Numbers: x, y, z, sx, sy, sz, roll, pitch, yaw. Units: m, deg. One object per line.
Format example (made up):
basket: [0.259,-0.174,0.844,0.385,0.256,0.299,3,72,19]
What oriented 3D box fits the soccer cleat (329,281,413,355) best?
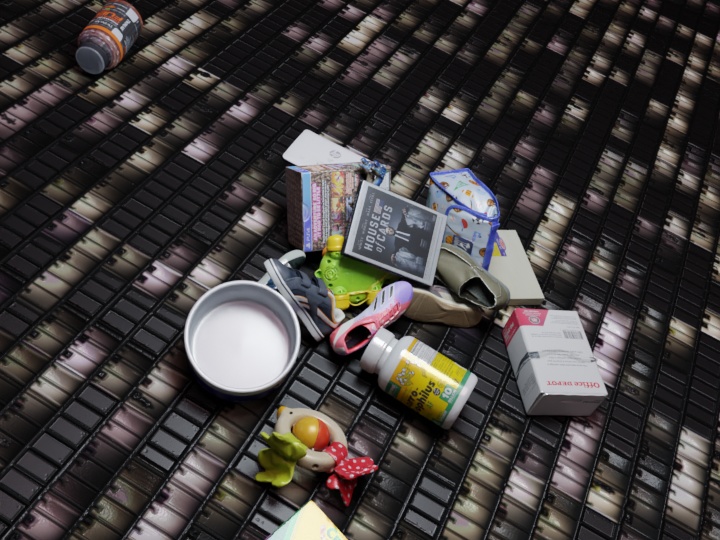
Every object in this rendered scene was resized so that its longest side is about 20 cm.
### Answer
soccer cleat: [0.029,0.093,1.451,0.199,0.076,0.067,-35,107,-16]

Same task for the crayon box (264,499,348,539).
crayon box: [-0.054,0.462,1.151,0.200,0.059,0.118,42,51,19]

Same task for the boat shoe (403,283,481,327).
boat shoe: [0.150,0.062,1.558,0.198,0.072,0.065,13,37,-15]

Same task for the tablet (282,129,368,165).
tablet: [-0.069,-0.256,1.801,0.199,0.014,0.131,28,47,6]

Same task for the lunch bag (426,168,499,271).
lunch bag: [0.214,-0.092,1.616,0.123,0.171,0.200,-11,40,-23]

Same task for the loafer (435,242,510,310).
loafer: [0.207,0.012,1.534,0.199,0.076,0.070,32,19,14]

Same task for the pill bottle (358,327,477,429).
pill bottle: [0.102,0.190,1.400,0.199,0.113,0.113,31,48,10]

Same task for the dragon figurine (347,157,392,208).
dragon figurine: [0.043,-0.128,1.544,0.099,0.201,0.059,-40,27,-11]

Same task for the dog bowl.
dog bowl: [-0.206,0.124,1.345,0.198,0.079,0.202,4,67,-9]

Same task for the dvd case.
dvd case: [0.068,-0.070,1.494,0.198,0.025,0.152,20,75,-23]

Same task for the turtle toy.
turtle toy: [0.000,0.000,1.532,0.198,0.101,0.148,-4,93,-22]

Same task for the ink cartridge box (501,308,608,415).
ink cartridge box: [0.378,0.180,1.515,0.143,0.085,0.201,4,48,-15]

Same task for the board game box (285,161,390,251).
board game box: [-0.045,-0.135,1.589,0.198,0.161,0.097,-7,16,-24]

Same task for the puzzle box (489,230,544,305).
puzzle box: [0.312,-0.009,1.699,0.131,0.026,0.201,0,50,-17]

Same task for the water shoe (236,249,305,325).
water shoe: [-0.160,0.045,1.478,0.079,0.072,0.200,37,60,12]

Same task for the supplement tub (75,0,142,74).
supplement tub: [-0.598,-0.548,1.822,0.106,0.107,0.201,17,47,-3]

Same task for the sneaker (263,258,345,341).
sneaker: [-0.100,0.039,1.412,0.079,0.201,0.079,-34,37,0]

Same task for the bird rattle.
bird rattle: [-0.073,0.288,1.274,0.198,0.114,0.164,8,32,-15]
